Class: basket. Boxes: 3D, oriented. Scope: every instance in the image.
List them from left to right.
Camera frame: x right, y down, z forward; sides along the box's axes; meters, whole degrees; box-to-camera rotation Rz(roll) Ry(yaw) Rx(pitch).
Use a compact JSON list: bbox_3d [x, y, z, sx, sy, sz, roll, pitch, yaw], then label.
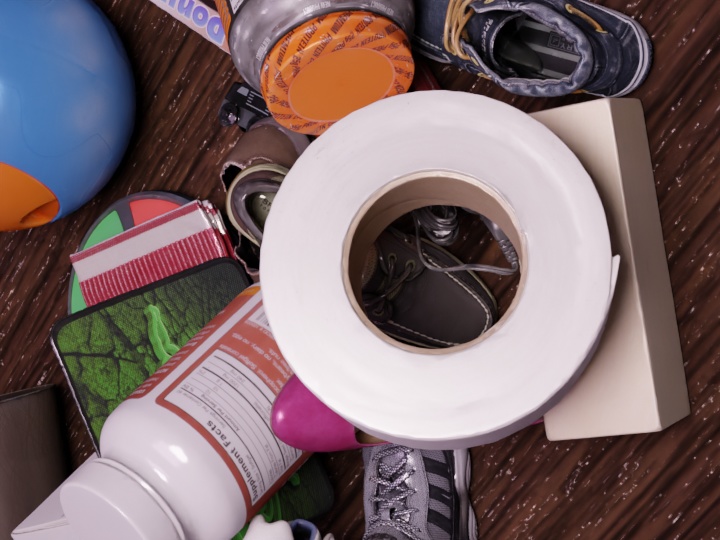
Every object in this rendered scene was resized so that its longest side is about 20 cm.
[{"bbox_3d":[-0.300,0.209,1.291,0.180,0.136,0.201,-15,91,40],"label":"basket"}]

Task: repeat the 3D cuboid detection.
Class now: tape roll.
[{"bbox_3d":[0.046,0.002,0.908,0.202,0.071,0.203,-1,78,7],"label":"tape roll"}]

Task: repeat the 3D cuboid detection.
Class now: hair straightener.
[{"bbox_3d":[0.045,-0.061,1.019,0.077,0.041,0.200,-49,50,23],"label":"hair straightener"}]

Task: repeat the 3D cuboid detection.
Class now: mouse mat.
[{"bbox_3d":[-0.111,0.103,1.080,0.008,0.161,0.201,-20,93,53],"label":"mouse mat"}]

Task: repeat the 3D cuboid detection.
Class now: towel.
[{"bbox_3d":[-0.130,0.061,1.169,0.144,0.023,0.201,-20,90,32],"label":"towel"}]

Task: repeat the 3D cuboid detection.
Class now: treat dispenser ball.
[{"bbox_3d":[-0.269,-0.129,1.179,0.200,0.201,0.202,5,99,35],"label":"treat dispenser ball"}]

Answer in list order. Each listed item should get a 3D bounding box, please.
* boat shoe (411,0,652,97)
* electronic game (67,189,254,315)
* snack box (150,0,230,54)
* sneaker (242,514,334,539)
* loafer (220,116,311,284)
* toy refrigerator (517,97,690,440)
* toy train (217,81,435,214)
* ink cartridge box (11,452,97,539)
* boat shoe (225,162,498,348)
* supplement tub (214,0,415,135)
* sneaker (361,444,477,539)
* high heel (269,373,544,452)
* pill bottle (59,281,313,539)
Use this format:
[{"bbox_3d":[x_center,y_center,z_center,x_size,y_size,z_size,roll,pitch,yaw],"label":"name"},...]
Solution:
[{"bbox_3d":[0.079,-0.156,0.990,0.200,0.091,0.071,20,107,33],"label":"boat shoe"},{"bbox_3d":[-0.152,0.038,1.213,0.199,0.042,0.201,5,99,36],"label":"electronic game"},{"bbox_3d":[-0.106,-0.191,1.132,0.200,0.072,0.024,36,116,27],"label":"snack box"},{"bbox_3d":[-0.032,0.218,1.068,0.074,0.200,0.087,9,77,20],"label":"sneaker"},{"bbox_3d":[-0.058,-0.003,1.102,0.073,0.071,0.201,-5,108,43],"label":"loafer"},{"bbox_3d":[0.146,-0.002,0.976,0.076,0.070,0.201,-10,91,29],"label":"toy refrigerator"},{"bbox_3d":[-0.020,-0.090,1.108,0.200,0.034,0.046,28,101,31],"label":"toy train"},{"bbox_3d":[-0.131,0.218,1.117,0.084,0.145,0.200,-17,109,37],"label":"ink cartridge box"},{"bbox_3d":[0.000,-0.001,1.029,0.200,0.066,0.072,31,101,-7],"label":"boat shoe"},{"bbox_3d":[-0.037,-0.194,1.017,0.122,0.122,0.201,-40,53,33],"label":"supplement tub"},{"bbox_3d":[0.025,0.163,1.052,0.075,0.114,0.201,-13,89,29],"label":"sneaker"},{"bbox_3d":[0.038,0.086,0.983,0.096,0.200,0.068,13,98,41],"label":"high heel"},{"bbox_3d":[-0.095,0.105,1.018,0.112,0.200,0.112,29,143,25],"label":"pill bottle"}]
